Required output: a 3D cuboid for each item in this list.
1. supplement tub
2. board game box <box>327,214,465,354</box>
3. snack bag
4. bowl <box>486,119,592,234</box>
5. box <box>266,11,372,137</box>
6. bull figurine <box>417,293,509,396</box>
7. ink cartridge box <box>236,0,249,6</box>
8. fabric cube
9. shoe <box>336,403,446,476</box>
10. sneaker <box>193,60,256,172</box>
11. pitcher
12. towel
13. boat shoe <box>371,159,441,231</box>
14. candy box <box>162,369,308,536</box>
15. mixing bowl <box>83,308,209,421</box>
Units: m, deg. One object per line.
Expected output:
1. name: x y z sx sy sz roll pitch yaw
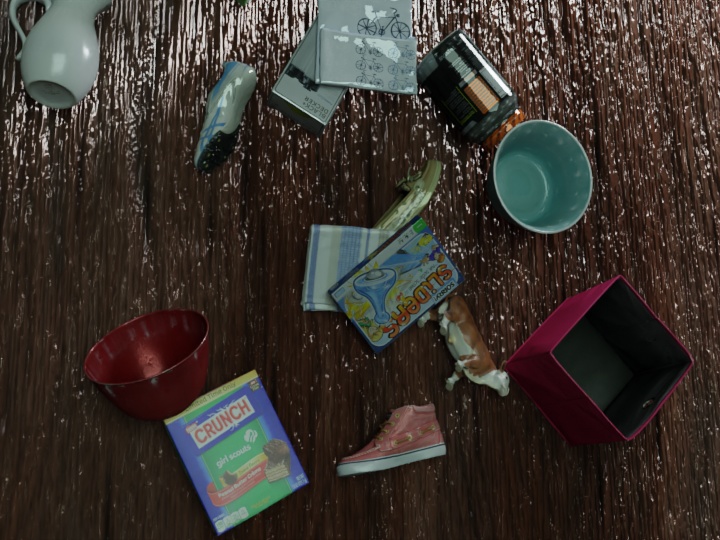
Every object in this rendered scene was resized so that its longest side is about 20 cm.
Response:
1. supplement tub: 0.199 -0.321 1.764 0.122 0.122 0.201 -40 91 -19
2. board game box: 0.061 0.024 1.648 0.199 0.034 0.136 -40 107 -2
3. snack bag: 0.013 -0.412 1.724 0.184 0.021 0.205 4 76 -14
4. bowl: 0.305 -0.158 1.761 0.196 0.105 0.206 3 82 -19
5. box: -0.069 -0.354 1.731 0.115 0.060 0.202 32 72 -7
6. bull figurine: 0.180 0.137 1.678 0.120 0.065 0.203 -14 72 -50
7. ink cartridge box: -0.239 -0.582 1.690 0.200 0.145 0.084 44 72 -2
8. fabric cube: 0.402 0.162 1.673 0.196 0.199 0.201 -43 90 -20
9. shoe: 0.045 0.279 1.619 0.196 0.071 0.093 -9 79 -22
10. sneaker: -0.240 -0.262 1.668 0.071 0.072 0.203 16 78 25
11. pitcher: -0.506 -0.372 1.597 0.167 0.122 0.204 2 65 7
12. towel: 0.000 0.000 1.660 0.195 0.024 0.150 3 101 -13
13. boat shoe: 0.078 -0.118 1.712 0.062 0.073 0.202 32 72 -9
14. candy box: -0.199 0.285 1.544 0.167 0.077 0.203 -26 84 -19
15. mixing bowl: -0.311 0.157 1.500 0.197 0.200 0.110 -26 120 -19
